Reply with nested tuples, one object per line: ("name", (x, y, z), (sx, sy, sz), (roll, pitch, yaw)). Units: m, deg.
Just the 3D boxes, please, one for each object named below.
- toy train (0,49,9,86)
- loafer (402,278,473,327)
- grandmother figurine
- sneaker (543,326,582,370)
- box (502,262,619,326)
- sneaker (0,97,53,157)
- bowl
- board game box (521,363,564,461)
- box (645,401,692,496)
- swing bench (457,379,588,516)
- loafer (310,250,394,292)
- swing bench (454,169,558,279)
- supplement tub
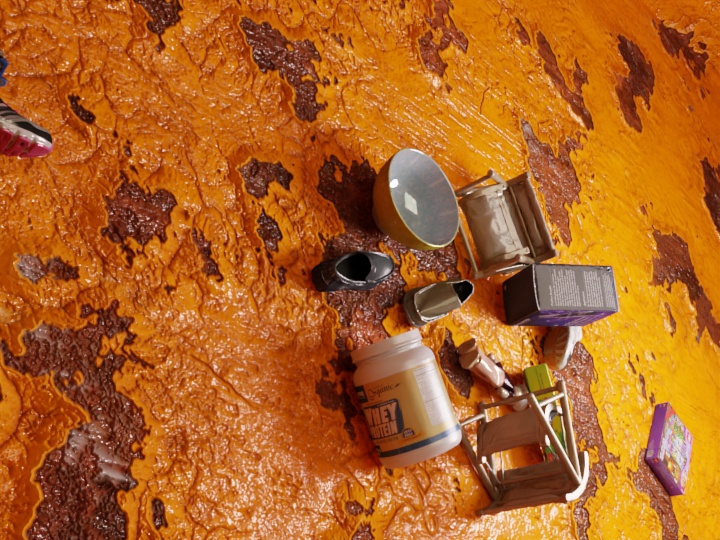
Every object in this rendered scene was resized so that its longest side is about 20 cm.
("toy train", (-0.467, -0.179, 0.952), (0.046, 0.034, 0.201), (28, 95, -31))
("loafer", (0.153, 0.052, 1.566), (0.199, 0.069, 0.076), (-26, 91, -50))
("grandmother figurine", (0.273, 0.216, 1.629), (0.200, 0.060, 0.122), (43, 32, -27))
("sneaker", (0.477, 0.154, 1.860), (0.088, 0.075, 0.201), (41, 47, -26))
("box", (0.428, 0.055, 1.745), (0.198, 0.148, 0.105), (1, 73, -16))
("sneaker", (-0.476, -0.213, 1.014), (0.199, 0.074, 0.088), (24, 61, -32))
("bowl", (0.086, -0.121, 1.549), (0.199, 0.107, 0.202), (23, 56, -38))
("board game box", (0.385, 0.299, 1.675), (0.102, 0.047, 0.202), (53, 24, -76))
("box", (0.798, 0.458, 2.086), (0.137, 0.039, 0.200), (52, 42, -17))
("swing bench", (0.295, 0.330, 1.486), (0.129, 0.198, 0.202), (-8, 78, -48))
("loafer", (0.000, 0.000, 1.426), (0.200, 0.070, 0.069), (-10, 79, -49))
("swing bench", (0.308, -0.100, 1.755), (0.199, 0.129, 0.201), (-6, 75, -53))
("supplement tub", (0.072, 0.211, 1.345), (0.144, 0.144, 0.202), (-12, 80, -49))
